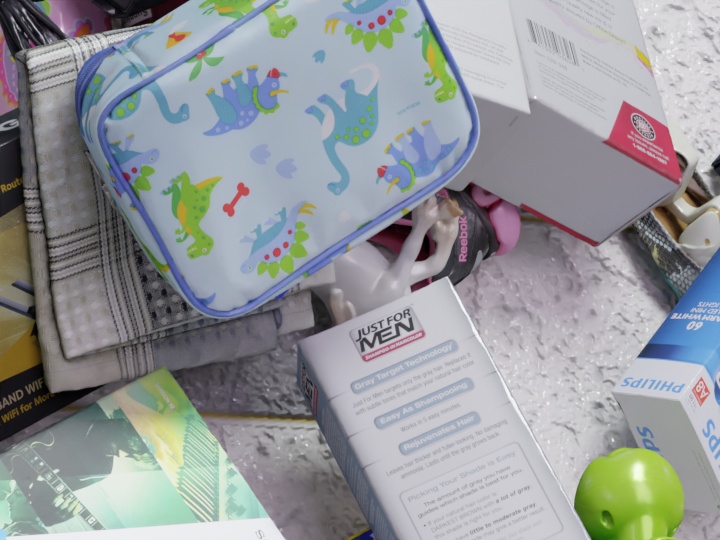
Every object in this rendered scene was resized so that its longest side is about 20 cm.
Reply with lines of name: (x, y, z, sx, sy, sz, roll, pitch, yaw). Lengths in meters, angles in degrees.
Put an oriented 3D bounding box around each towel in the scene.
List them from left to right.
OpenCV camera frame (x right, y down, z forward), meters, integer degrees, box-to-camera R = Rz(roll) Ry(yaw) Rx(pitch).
towel: (-0.101, -0.040, 1.456, 0.192, 0.034, 0.202, -14, 107, -36)

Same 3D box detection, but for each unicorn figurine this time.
unicorn figurine: (0.000, 0.000, 1.574, 0.200, 0.074, 0.138, 39, 95, 3)

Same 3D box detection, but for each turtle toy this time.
turtle toy: (0.155, 0.207, 1.543, 0.145, 0.101, 0.202, 11, 92, -24)

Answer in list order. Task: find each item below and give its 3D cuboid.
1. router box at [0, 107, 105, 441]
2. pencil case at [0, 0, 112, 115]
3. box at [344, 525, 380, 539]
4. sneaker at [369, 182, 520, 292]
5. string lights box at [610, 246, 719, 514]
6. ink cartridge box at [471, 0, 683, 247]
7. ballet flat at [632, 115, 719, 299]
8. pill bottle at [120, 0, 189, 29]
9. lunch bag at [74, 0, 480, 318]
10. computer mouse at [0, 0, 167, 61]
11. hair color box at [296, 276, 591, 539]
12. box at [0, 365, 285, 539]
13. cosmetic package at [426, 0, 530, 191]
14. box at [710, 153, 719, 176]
router box: (-0.171, -0.012, 1.461, 0.199, 0.052, 0.158, -29, 115, -31)
pencil case: (-0.192, -0.160, 1.556, 0.087, 0.087, 0.201, -2, 68, -29)
box: (0.009, 0.187, 1.506, 0.199, 0.070, 0.065, -25, 76, -35)
sneaker: (0.008, -0.065, 1.631, 0.200, 0.079, 0.095, 46, 66, -1)
string lights box: (0.251, 0.052, 1.678, 0.200, 0.059, 0.103, -50, 126, -32)
ink cartridge box: (0.114, -0.135, 1.660, 0.147, 0.086, 0.201, 25, 39, -36)
ballet flat: (0.213, -0.046, 1.729, 0.072, 0.072, 0.201, -34, 86, -36)
pill bottle: (-0.098, -0.188, 1.587, 0.112, 0.113, 0.202, -13, 88, -32)
lunch bag: (-0.044, -0.079, 1.401, 0.199, 0.082, 0.161, -33, 116, -7)
computer mouse: (-0.145, -0.209, 1.511, 0.200, 0.046, 0.141, -39, 78, -5)
hair color box: (0.049, 0.115, 1.469, 0.098, 0.061, 0.201, -23, 67, -12)
box: (-0.145, 0.154, 1.388, 0.199, 0.036, 0.145, -28, 75, -35)
cosmetic package: (0.028, -0.161, 1.561, 0.107, 0.085, 0.201, 16, 47, -27)
box: (0.342, -0.030, 1.734, 0.051, 0.158, 0.200, -44, 93, -15)
